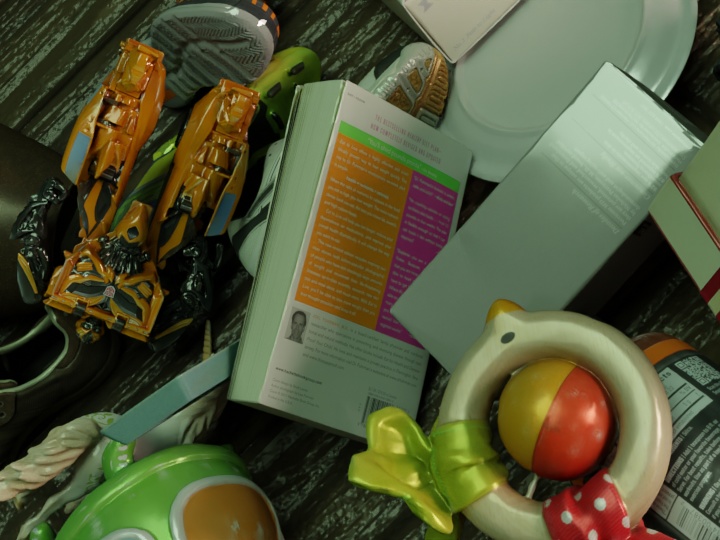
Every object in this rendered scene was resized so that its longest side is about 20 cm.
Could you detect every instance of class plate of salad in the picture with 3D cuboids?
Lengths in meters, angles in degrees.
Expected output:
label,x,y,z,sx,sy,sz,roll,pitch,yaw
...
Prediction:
label,x,y,z,sx,sy,sz,roll,pitch,yaw
plate of salad,0.135,-0.140,1.151,0.199,0.048,0.202,-20,50,26

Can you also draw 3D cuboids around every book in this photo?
label,x,y,z,sx,sy,sz,roll,pitch,yaw
book,0.000,0.000,1.080,0.048,0.133,0.202,1,74,48

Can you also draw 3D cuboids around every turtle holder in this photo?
label,x,y,z,sx,sy,sz,roll,pitch,yaw
turtle holder,-0.127,0.199,1.061,0.185,0.141,0.132,-39,57,3

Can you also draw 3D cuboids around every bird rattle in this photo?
label,x,y,z,sx,sy,sz,roll,pitch,yaw
bird rattle,0.098,0.104,0.916,0.199,0.112,0.164,23,93,34

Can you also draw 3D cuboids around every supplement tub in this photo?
label,x,y,z,sx,sy,sz,roll,pitch,yaw
supplement tub,0.185,0.106,0.973,0.107,0.107,0.200,-49,55,-3

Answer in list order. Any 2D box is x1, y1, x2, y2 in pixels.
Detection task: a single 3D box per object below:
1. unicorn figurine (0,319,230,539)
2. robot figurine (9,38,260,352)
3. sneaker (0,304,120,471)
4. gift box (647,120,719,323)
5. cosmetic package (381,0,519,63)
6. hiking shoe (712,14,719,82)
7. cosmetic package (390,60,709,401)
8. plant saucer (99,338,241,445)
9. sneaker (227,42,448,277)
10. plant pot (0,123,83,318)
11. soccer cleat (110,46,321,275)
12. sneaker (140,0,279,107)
label,x,y,z,sx,sy,sz,roll,pitch,yaw
unicorn figurine,-0.151,0.118,1.129,0.074,0.200,0.138,43,105,8
robot figurine,-0.149,-0.044,1.157,0.058,0.144,0.202,-147,77,-77
sneaker,-0.262,0.093,1.217,0.200,0.076,0.070,-44,56,1
gift box,0.294,-0.022,0.918,0.198,0.187,0.186,-8,58,-29
cosmetic package,0.035,-0.242,1.211,0.103,0.073,0.200,-42,44,4
hiking shoe,0.262,-0.147,1.005,0.101,0.200,0.076,-43,84,-1
cosmetic package,0.120,-0.020,1.034,0.090,0.107,0.201,42,104,16
plant saucer,-0.089,0.062,1.088,0.070,0.200,0.019,-35,89,24
sneaker,-0.023,-0.079,1.170,0.201,0.075,0.088,-54,50,7
plant pot,-0.289,-0.038,1.248,0.198,0.187,0.189,9,70,15
soccer cleat,-0.108,-0.088,1.237,0.201,0.065,0.084,-50,51,-3
sneaker,-0.098,-0.188,1.231,0.113,0.077,0.199,-57,23,-19
